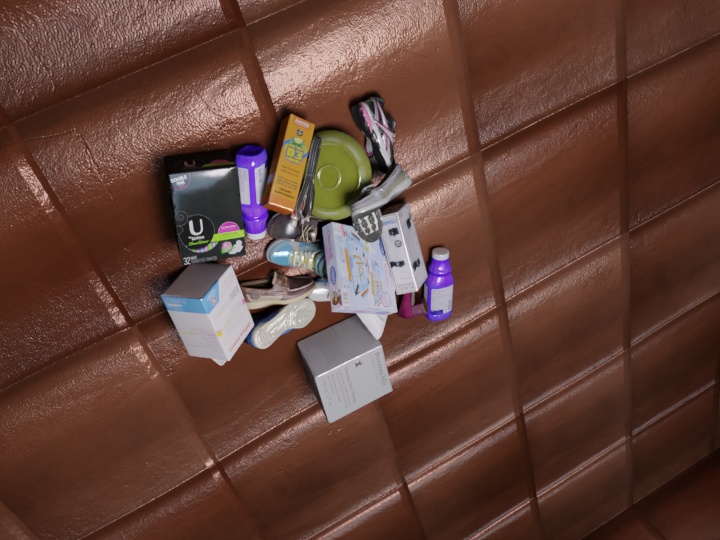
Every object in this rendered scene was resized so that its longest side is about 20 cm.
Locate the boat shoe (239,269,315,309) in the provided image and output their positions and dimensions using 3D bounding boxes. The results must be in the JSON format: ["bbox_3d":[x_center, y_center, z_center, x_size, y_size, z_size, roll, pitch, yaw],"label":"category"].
[{"bbox_3d":[-0.205,0.038,1.478,0.193,0.073,0.074,-10,122,-13],"label":"boat shoe"}]

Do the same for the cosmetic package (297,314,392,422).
[{"bbox_3d":[-0.043,0.259,1.611,0.195,0.167,0.171,-23,124,-13],"label":"cosmetic package"}]

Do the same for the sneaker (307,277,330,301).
[{"bbox_3d":[-0.046,0.054,1.561,0.193,0.073,0.074,-2,119,-23],"label":"sneaker"}]

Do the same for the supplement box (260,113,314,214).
[{"bbox_3d":[-0.159,-0.232,1.310,0.065,0.068,0.207,15,81,-23],"label":"supplement box"}]

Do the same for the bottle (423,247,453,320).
[{"bbox_3d":[0.219,0.038,1.673,0.081,0.065,0.206,-13,120,-19],"label":"bottle"}]

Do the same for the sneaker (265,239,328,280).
[{"bbox_3d":[-0.124,-0.028,1.444,0.194,0.131,0.082,-5,120,-23],"label":"sneaker"}]

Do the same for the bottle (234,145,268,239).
[{"bbox_3d":[-0.241,-0.172,1.342,0.063,0.084,0.206,8,122,10],"label":"bottle"}]

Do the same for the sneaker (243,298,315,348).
[{"bbox_3d":[-0.212,0.128,1.515,0.198,0.110,0.079,-35,111,-33],"label":"sneaker"}]

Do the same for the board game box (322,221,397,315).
[{"bbox_3d":[0.000,0.000,1.436,0.196,0.040,0.207,9,69,-46],"label":"board game box"}]

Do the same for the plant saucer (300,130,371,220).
[{"bbox_3d":[-0.071,-0.216,1.370,0.192,0.031,0.208,2,103,7],"label":"plant saucer"}]

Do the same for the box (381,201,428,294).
[{"bbox_3d":[0.107,-0.056,1.507,0.058,0.117,0.206,-11,105,23],"label":"box"}]

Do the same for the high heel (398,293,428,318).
[{"bbox_3d":[0.115,0.041,1.645,0.094,0.067,0.206,-12,106,28],"label":"high heel"}]

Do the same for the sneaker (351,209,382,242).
[{"bbox_3d":[0.004,-0.169,1.435,0.075,0.089,0.206,-18,103,11],"label":"sneaker"}]

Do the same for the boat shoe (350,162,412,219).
[{"bbox_3d":[0.041,-0.180,1.358,0.200,0.074,0.066,-37,95,-35],"label":"boat shoe"}]

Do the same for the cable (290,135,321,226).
[{"bbox_3d":[-0.125,-0.195,1.318,0.049,0.097,0.207,9,102,10],"label":"cable"}]

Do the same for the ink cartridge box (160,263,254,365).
[{"bbox_3d":[-0.345,0.105,1.381,0.121,0.130,0.205,3,126,25],"label":"ink cartridge box"}]

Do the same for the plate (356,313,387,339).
[{"bbox_3d":[0.035,0.039,1.536,0.031,0.204,0.201,-7,135,33],"label":"plate"}]

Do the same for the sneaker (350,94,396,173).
[{"bbox_3d":[0.056,-0.320,1.413,0.086,0.080,0.203,-38,132,-15],"label":"sneaker"}]

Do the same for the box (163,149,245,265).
[{"bbox_3d":[-0.335,-0.138,1.289,0.144,0.125,0.206,-10,119,-19],"label":"box"}]

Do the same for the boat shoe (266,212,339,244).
[{"bbox_3d":[-0.127,-0.104,1.419,0.195,0.073,0.077,-10,122,-34],"label":"boat shoe"}]
